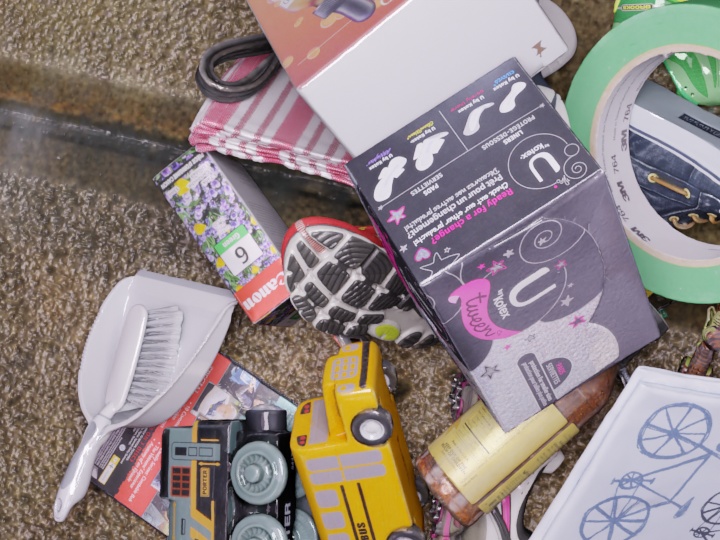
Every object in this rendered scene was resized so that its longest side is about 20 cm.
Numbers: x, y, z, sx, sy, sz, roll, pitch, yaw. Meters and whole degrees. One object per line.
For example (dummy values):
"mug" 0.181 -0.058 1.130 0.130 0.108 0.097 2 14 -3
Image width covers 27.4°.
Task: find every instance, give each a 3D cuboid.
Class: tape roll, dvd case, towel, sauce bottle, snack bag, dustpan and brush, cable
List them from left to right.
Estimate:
"dustpan and brush" -0.181 0.096 1.118 0.139 0.057 0.202 11 82 45
"dvd case" -0.106 0.153 1.156 0.199 0.022 0.147 32 92 12
"cable" -0.038 -0.181 1.113 0.198 0.050 0.098 -11 69 -34
"towel" -0.014 -0.108 1.103 0.198 0.147 0.030 16 125 6
"sauce bottle" 0.129 0.093 1.030 0.200 0.066 0.066 -40 80 1
"tape roll" 0.230 -0.080 0.994 0.199 0.048 0.203 13 111 38
"snack bag" 0.235 0.147 1.002 0.198 0.022 0.190 9 128 -17

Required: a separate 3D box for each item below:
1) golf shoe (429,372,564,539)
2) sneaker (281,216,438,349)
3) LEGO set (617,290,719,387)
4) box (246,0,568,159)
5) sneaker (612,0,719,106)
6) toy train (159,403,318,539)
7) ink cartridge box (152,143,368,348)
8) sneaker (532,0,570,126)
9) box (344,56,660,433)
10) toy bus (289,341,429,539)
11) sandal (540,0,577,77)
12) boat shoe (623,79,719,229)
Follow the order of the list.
"golf shoe" 0.108 0.113 1.099 0.091 0.073 0.202 9 95 -1
"sneaker" 0.000 0.000 1.068 0.077 0.199 0.085 -43 55 15
"LEGO set" 0.257 0.063 1.047 0.198 0.116 0.155 -17 82 8
"box" 0.017 -0.178 0.971 0.152 0.106 0.201 -38 39 7
"sneaker" 0.276 -0.155 1.097 0.199 0.074 0.084 33 118 8
"toy train" -0.094 0.200 1.102 0.113 0.085 0.202 0 87 22
"ink cartridge box" -0.069 0.001 1.116 0.050 0.109 0.201 -37 80 7
"sneaker" 0.061 -0.150 1.043 0.128 0.079 0.201 -9 80 -21
"box" 0.095 -0.008 0.939 0.131 0.200 0.115 -32 51 0
"toy bus" 0.003 0.152 1.061 0.077 0.065 0.202 -10 120 11
"sandal" 0.069 -0.162 1.119 0.201 0.050 0.083 -18 81 -20
"boat shoe" 0.249 -0.058 1.066 0.200 0.071 0.092 35 128 26
